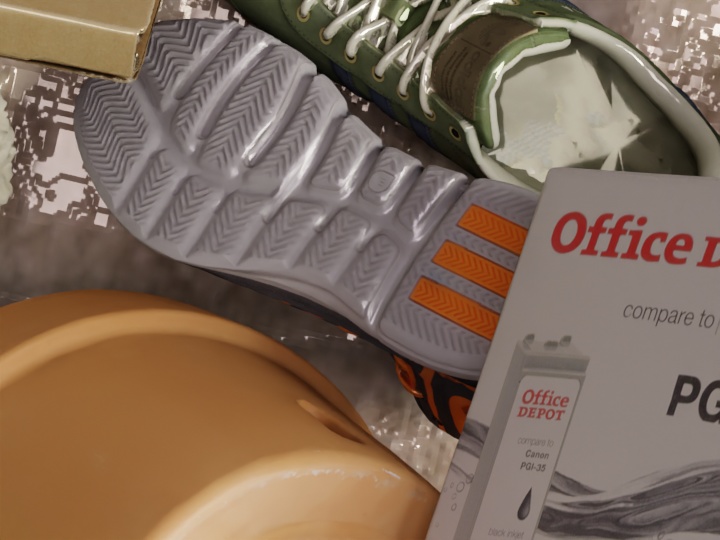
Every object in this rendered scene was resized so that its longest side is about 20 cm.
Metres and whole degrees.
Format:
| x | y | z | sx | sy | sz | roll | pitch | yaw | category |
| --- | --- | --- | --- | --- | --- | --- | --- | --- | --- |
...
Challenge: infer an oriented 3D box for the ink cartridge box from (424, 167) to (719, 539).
| x | y | z | sx | sy | sz | roll | pitch | yaw | category |
| --- | --- | --- | --- | --- | --- | --- | --- | --- | --- |
| 0.088 | 0.080 | 0.686 | 0.083 | 0.146 | 0.201 | 25 | 79 | -36 | ink cartridge box |

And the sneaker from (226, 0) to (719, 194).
| x | y | z | sx | sy | sz | roll | pitch | yaw | category |
| --- | --- | --- | --- | --- | --- | --- | --- | --- | --- |
| 0.034 | -0.069 | 0.830 | 0.200 | 0.090 | 0.067 | 34 | 92 | -2 | sneaker |

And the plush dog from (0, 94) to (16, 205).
| x | y | z | sx | sy | sz | roll | pitch | yaw | category |
| --- | --- | --- | --- | --- | --- | --- | --- | --- | --- |
| -0.203 | 0.030 | 0.816 | 0.199 | 0.161 | 0.173 | -2 | 119 | 1 | plush dog |

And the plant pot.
| x | y | z | sx | sy | sz | roll | pitch | yaw | category |
| --- | --- | --- | --- | --- | --- | --- | --- | --- | --- |
| -0.049 | 0.111 | 0.771 | 0.199 | 0.140 | 0.201 | -3 | 97 | -31 | plant pot |

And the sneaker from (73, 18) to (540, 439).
| x | y | z | sx | sy | sz | roll | pitch | yaw | category |
| --- | --- | --- | --- | --- | --- | --- | --- | --- | --- |
| 0.000 | 0.000 | 0.841 | 0.200 | 0.112 | 0.078 | 33 | 79 | 32 | sneaker |

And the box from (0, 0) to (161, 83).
| x | y | z | sx | sy | sz | roll | pitch | yaw | category |
| --- | --- | --- | --- | --- | --- | --- | --- | --- | --- |
| -0.148 | -0.124 | 0.799 | 0.199 | 0.164 | 0.021 | 11 | 127 | -1 | box |
